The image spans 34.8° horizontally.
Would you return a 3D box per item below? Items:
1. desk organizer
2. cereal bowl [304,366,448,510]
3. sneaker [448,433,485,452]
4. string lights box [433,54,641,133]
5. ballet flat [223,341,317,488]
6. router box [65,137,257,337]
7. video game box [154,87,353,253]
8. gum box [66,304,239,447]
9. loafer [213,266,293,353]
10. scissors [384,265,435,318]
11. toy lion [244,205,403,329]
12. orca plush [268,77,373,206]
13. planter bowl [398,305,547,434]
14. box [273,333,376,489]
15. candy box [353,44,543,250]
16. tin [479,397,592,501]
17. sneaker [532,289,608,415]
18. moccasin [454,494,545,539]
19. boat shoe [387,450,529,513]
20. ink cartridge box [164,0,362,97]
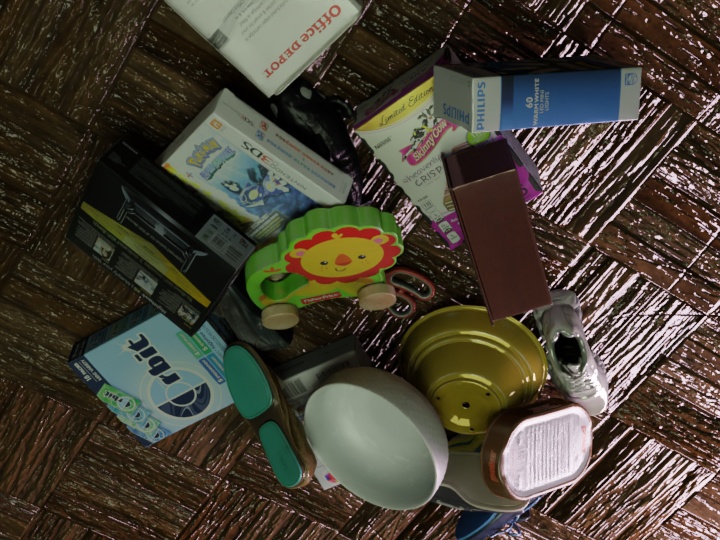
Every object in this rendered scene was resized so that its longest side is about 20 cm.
[{"bbox_3d":[0.157,-0.043,1.308,0.076,0.072,0.202,-16,126,7],"label":"desk organizer"},{"bbox_3d":[0.030,0.203,1.469,0.198,0.083,0.202,19,130,24],"label":"cereal bowl"},{"bbox_3d":[0.179,0.269,1.565,0.198,0.106,0.076,-29,122,18],"label":"sneaker"},{"bbox_3d":[0.186,-0.189,1.221,0.197,0.103,0.060,-7,109,-19],"label":"string lights box"},{"bbox_3d":[-0.110,0.181,1.469,0.067,0.072,0.202,-33,82,24],"label":"ballet flat"},{"bbox_3d":[-0.235,-0.035,1.338,0.199,0.052,0.157,39,137,-2],"label":"router box"},{"bbox_3d":[-0.135,-0.098,1.318,0.181,0.047,0.199,35,141,-18],"label":"video game box"},{"bbox_3d":[-0.254,0.126,1.510,0.198,0.045,0.171,-28,119,17],"label":"gum box"},{"bbox_3d":[-0.165,0.033,1.434,0.072,0.073,0.201,-24,119,21],"label":"loafer"},{"bbox_3d":[0.000,0.000,1.446,0.198,0.014,0.073,28,122,-15],"label":"scissors"},{"bbox_3d":[-0.045,-0.011,1.341,0.197,0.070,0.192,-12,152,8],"label":"toy lion"},{"bbox_3d":[-0.050,-0.128,1.323,0.104,0.071,0.202,-11,123,7],"label":"orca plush"},{"bbox_3d":[0.140,0.149,1.479,0.197,0.084,0.203,7,127,9],"label":"planter bowl"},{"bbox_3d":[-0.029,0.196,1.558,0.154,0.041,0.201,-24,120,15],"label":"box"},{"bbox_3d":[0.102,-0.138,1.322,0.136,0.061,0.200,-32,118,20],"label":"candy box"},{"bbox_3d":[0.230,0.229,1.468,0.198,0.042,0.114,-8,104,-43],"label":"tin"},{"bbox_3d":[0.275,0.123,1.484,0.074,0.082,0.201,-21,123,12],"label":"sneaker"},{"bbox_3d":[0.218,0.333,1.623,0.068,0.081,0.200,35,118,-20],"label":"moccasin"},{"bbox_3d":[0.133,0.284,1.533,0.197,0.073,0.063,12,147,20],"label":"boat shoe"},{"bbox_3d":[-0.113,-0.306,1.198,0.146,0.083,0.200,-38,115,23],"label":"ink cartridge box"}]
